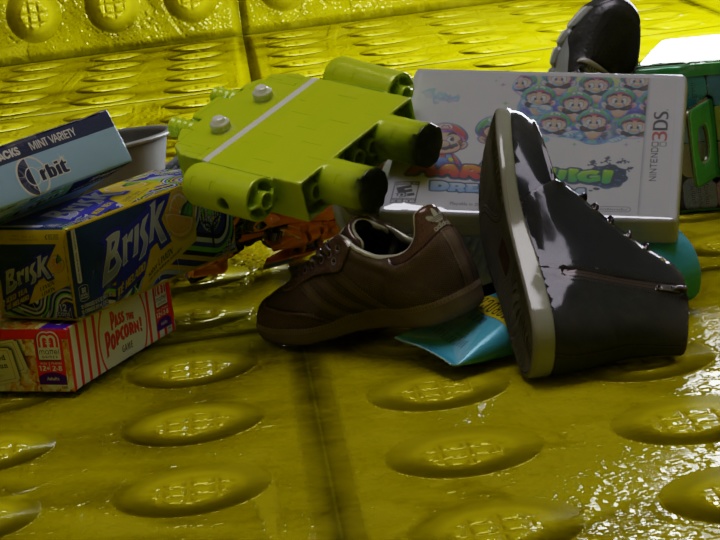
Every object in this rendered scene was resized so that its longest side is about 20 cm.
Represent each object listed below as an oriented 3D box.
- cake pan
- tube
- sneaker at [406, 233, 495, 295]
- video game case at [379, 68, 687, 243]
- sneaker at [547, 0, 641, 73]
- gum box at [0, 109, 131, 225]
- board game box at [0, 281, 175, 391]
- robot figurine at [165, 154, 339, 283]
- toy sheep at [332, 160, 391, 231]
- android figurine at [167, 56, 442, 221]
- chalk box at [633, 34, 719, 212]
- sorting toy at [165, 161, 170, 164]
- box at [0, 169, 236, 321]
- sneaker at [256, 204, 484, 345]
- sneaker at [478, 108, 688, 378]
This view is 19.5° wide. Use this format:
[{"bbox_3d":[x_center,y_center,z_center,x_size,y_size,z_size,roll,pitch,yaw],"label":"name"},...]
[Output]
[{"bbox_3d":[-0.246,-0.082,1.705,0.199,0.037,0.200,-11,9,2],"label":"cake pan"},{"bbox_3d":[0.127,0.024,1.364,0.199,0.051,0.077,-18,14,-22],"label":"tube"},{"bbox_3d":[0.099,-0.021,1.488,0.199,0.079,0.079,-7,0,-30],"label":"sneaker"},{"bbox_3d":[0.123,-0.083,1.452,0.199,0.024,0.183,2,38,10],"label":"video game case"},{"bbox_3d":[0.181,-0.115,1.665,0.075,0.201,0.116,20,15,-17],"label":"sneaker"},{"bbox_3d":[-0.280,-0.034,1.444,0.200,0.045,0.170,-29,-2,38],"label":"gum box"},{"bbox_3d":[-0.252,0.043,1.466,0.199,0.047,0.151,-2,13,22],"label":"board game box"},{"bbox_3d":[-0.076,-0.054,1.633,0.199,0.146,0.058,-17,47,-34],"label":"robot figurine"},{"bbox_3d":[0.042,-0.064,1.584,0.137,0.139,0.200,2,6,34],"label":"toy sheep"},{"bbox_3d":[-0.046,-0.091,1.449,0.199,0.041,0.182,18,44,39],"label":"android figurine"},{"bbox_3d":[0.295,-0.120,1.713,0.123,0.125,0.200,-3,14,17],"label":"chalk box"},{"bbox_3d":[-0.203,-0.036,1.721,0.199,0.070,0.198,-17,11,-34],"label":"sorting toy"},{"bbox_3d":[-0.168,-0.021,1.454,0.070,0.065,0.200,1,15,29],"label":"box"},{"bbox_3d":[0.000,0.000,1.397,0.199,0.076,0.070,-9,13,44],"label":"sneaker"},{"bbox_3d":[0.138,-0.018,1.329,0.105,0.075,0.201,-2,55,-11],"label":"sneaker"}]
